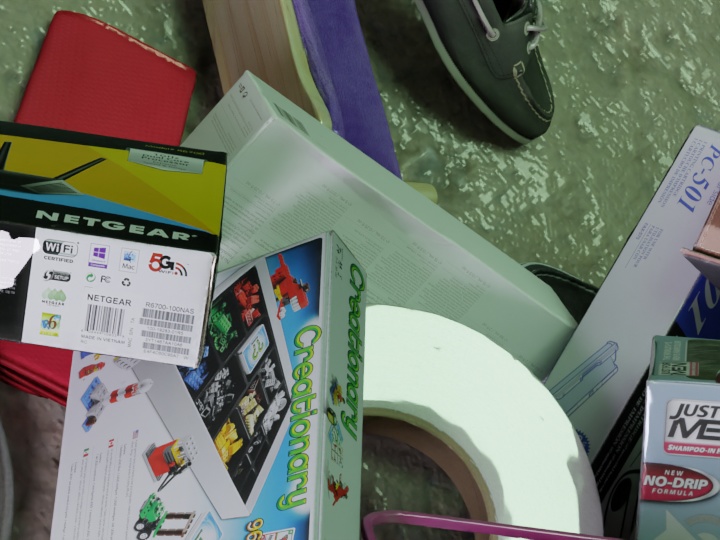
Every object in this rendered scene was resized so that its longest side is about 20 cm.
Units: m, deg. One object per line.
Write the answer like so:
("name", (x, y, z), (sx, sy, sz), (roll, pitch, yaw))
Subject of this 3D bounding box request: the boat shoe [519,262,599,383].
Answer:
("boat shoe", (0.153, 0.056, 1.433), (0.200, 0.066, 0.070), (41, 45, -7))

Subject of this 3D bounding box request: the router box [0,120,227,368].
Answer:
("router box", (-0.155, -0.020, 1.163), (0.200, 0.051, 0.149), (8, 17, -4))

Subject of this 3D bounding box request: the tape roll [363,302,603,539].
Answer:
("tape roll", (0.002, 0.114, 1.246), (0.202, 0.037, 0.203), (2, 75, -8))

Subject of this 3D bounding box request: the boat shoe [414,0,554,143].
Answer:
("boat shoe", (0.055, -0.147, 1.452), (0.200, 0.057, 0.067), (55, 24, -27))

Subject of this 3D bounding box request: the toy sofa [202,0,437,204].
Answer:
("toy sofa", (-0.026, -0.112, 1.392), (0.083, 0.098, 0.200), (4, 59, -34))

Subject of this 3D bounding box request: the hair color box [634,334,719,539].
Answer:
("hair color box", (0.143, 0.135, 1.239), (0.061, 0.200, 0.099), (3, 10, 6))

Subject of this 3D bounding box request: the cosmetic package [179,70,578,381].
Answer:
("cosmetic package", (0.000, 0.000, 1.311), (0.200, 0.083, 0.051), (35, 12, -33))

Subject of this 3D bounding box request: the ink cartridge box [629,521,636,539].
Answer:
("ink cartridge box", (0.178, 0.152, 1.347), (0.117, 0.200, 0.067), (13, 12, -30))

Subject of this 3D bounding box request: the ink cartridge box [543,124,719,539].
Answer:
("ink cartridge box", (0.133, 0.042, 1.348), (0.044, 0.094, 0.200), (24, 76, 30))

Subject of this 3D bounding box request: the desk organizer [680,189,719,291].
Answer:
("desk organizer", (0.228, 0.004, 1.349), (0.200, 0.072, 0.077), (38, 74, -54))

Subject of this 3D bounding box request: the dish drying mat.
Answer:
("dish drying mat", (-0.128, -0.029, 1.319), (0.077, 0.018, 0.200), (28, 50, -17))

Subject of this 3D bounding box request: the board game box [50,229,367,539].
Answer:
("board game box", (-0.061, 0.083, 1.165), (0.035, 0.126, 0.200), (52, 28, -38))

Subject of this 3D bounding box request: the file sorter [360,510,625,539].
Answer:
("file sorter", (0.053, 0.207, 1.144), (0.139, 0.200, 0.125), (8, 12, -7))

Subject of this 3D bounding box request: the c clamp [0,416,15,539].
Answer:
("c clamp", (-0.223, 0.046, 1.193), (0.200, 0.027, 0.171), (25, 50, -20))
